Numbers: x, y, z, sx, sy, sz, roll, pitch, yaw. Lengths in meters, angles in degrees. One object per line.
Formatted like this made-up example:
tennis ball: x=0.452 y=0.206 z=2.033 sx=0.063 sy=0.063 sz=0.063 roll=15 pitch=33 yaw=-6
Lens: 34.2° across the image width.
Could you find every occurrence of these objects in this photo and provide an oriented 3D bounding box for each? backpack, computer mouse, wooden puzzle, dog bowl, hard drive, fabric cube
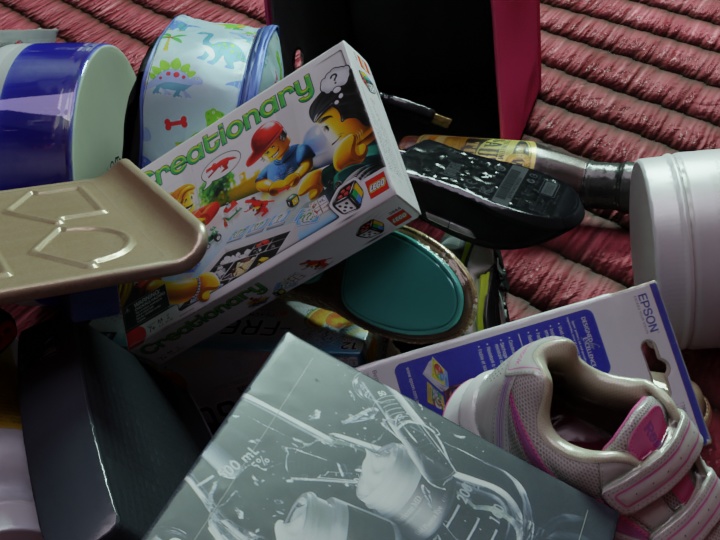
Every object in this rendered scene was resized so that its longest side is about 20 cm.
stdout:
backpack: x=-0.097 y=-0.084 z=0.883 sx=0.147 sy=0.200 sz=0.183 roll=5 pitch=31 yaw=0
computer mouse: x=0.057 y=-0.067 z=0.815 sx=0.200 sy=0.046 sz=0.140 roll=16 pitch=31 yaw=7
wooden puzzle: x=-0.206 y=-0.006 z=0.676 sx=0.200 sy=0.046 sz=0.185 roll=-15 pitch=24 yaw=-22
dog bowl: x=-0.223 y=-0.073 z=0.896 sx=0.079 sy=0.200 sz=0.200 roll=0 pitch=32 yaw=6
hard drive: x=-0.124 y=0.109 z=0.648 sx=0.042 sy=0.135 sz=0.200 roll=-43 pitch=36 yaw=8
fabric cube: x=0.049 y=-0.211 z=1.058 sx=0.200 sy=0.196 sz=0.199 roll=3 pitch=34 yaw=18

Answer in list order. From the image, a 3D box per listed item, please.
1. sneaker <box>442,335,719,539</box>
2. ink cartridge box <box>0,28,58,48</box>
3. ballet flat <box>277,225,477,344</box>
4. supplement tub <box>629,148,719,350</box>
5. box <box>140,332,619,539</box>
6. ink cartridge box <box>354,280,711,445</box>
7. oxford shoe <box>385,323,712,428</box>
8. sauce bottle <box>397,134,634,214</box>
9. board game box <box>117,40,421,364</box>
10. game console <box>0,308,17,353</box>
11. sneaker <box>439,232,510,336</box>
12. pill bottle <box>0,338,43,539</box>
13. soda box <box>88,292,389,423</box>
sneaker: x=0.136 y=0.108 z=0.580 sx=0.200 sy=0.088 sz=0.081 roll=35 pitch=53 yaw=6
ink cartridge box: x=-0.310 y=-0.099 z=0.926 sx=0.050 sy=0.200 sz=0.161 roll=17 pitch=13 yaw=2
ballet flat: x=0.000 y=0.000 z=0.738 sx=0.200 sy=0.071 sz=0.065 roll=19 pitch=3 yaw=35
supplement tub: x=0.283 y=-0.018 z=0.758 sx=0.200 sy=0.132 sz=0.132 roll=-4 pitch=32 yaw=7
box: x=-0.007 y=0.157 z=0.506 sx=0.182 sy=0.104 sz=0.200 roll=27 pitch=39 yaw=4
ink cartridge box: x=0.085 y=0.081 z=0.662 sx=0.200 sy=0.100 sz=0.039 roll=-16 pitch=-11 yaw=-1
oxford shoe: x=0.109 y=0.073 z=0.706 sx=0.200 sy=0.074 sz=0.071 roll=-2 pitch=32 yaw=10
sauce bottle: x=0.126 y=-0.075 z=0.947 sx=0.200 sy=0.066 sz=0.066 roll=4 pitch=34 yaw=22
board game box: x=-0.069 y=-0.041 z=0.733 sx=0.200 sy=0.035 sz=0.126 roll=-30 pitch=55 yaw=18
game console: x=-0.312 y=0.060 z=0.689 sx=0.177 sy=0.031 sz=0.200 roll=-39 pitch=38 yaw=-26
sneaker: x=0.061 y=0.005 z=0.829 sx=0.081 sy=0.074 sz=0.200 roll=-11 pitch=24 yaw=11
pill bottle: x=-0.221 y=0.119 z=0.672 sx=0.112 sy=0.112 sz=0.200 roll=-19 pitch=33 yaw=-17
soda box: x=-0.083 y=0.059 z=0.783 sx=0.200 sy=0.064 sz=0.068 roll=0 pitch=31 yaw=15
